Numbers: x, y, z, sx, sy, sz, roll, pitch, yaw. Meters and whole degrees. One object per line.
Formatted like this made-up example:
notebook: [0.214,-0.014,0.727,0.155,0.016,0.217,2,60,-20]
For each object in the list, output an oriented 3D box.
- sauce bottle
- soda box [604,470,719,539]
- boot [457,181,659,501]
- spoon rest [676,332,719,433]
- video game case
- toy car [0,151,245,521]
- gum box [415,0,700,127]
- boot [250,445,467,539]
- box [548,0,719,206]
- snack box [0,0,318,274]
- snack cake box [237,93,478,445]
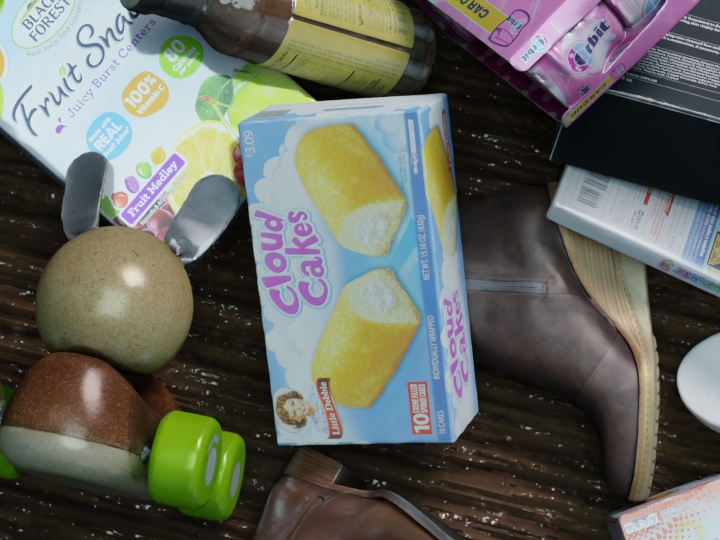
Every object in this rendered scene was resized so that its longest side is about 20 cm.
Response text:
sauce bottle: [-0.049,-0.153,1.354,0.199,0.065,0.065,15,84,-33]
soda box: [0.256,0.148,1.382,0.199,0.064,0.069,-19,86,-3]
boot: [0.100,0.047,1.392,0.166,0.072,0.201,-5,83,6]
spoon rest: [0.292,0.055,1.384,0.199,0.099,0.061,-11,125,-8]
video game case: [0.226,-0.044,1.384,0.199,0.018,0.143,24,51,1]
toy car: [-0.144,0.033,1.336,0.164,0.158,0.201,10,81,9]
gum box: [0.108,-0.171,1.321,0.114,0.200,0.066,-45,121,2]
boot: [-0.028,0.220,1.327,0.064,0.186,0.200,38,80,-38]
box: [0.227,-0.114,1.368,0.199,0.079,0.141,16,54,0]
snack box: [-0.143,-0.110,1.396,0.200,0.053,0.142,41,84,1]
snack cake box: [0.000,0.000,1.342,0.115,0.067,0.201,-3,103,17]
